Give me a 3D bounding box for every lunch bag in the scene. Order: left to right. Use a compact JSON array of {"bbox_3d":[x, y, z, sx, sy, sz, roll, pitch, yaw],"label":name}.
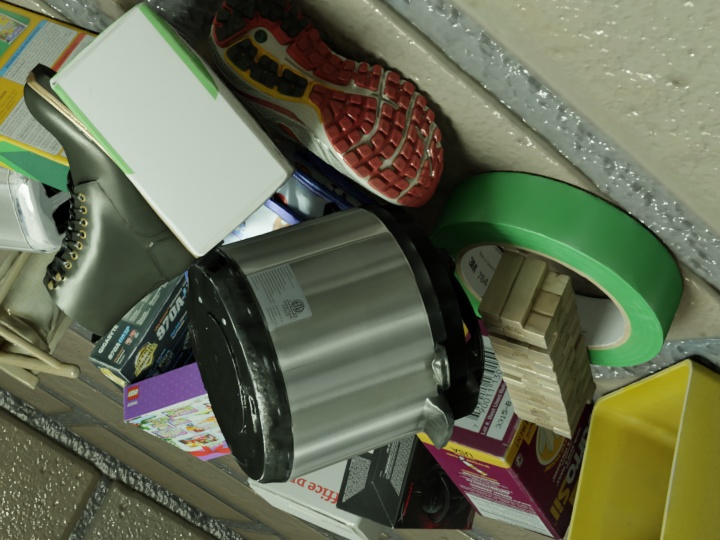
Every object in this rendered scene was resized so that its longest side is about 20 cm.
[{"bbox_3d":[-0.044,-0.010,1.031,0.199,0.161,0.076,35,-157,2],"label":"lunch bag"}]

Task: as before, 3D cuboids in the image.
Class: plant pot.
[{"bbox_3d":[0.306,0.217,1.089,0.174,0.203,0.200,18,160,-9],"label":"plant pot"}]

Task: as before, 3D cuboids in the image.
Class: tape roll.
[{"bbox_3d":[0.149,0.002,0.964,0.198,0.049,0.201,25,159,10],"label":"tape roll"}]

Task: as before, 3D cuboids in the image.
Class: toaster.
[{"bbox_3d":[-0.292,-0.088,1.114,0.128,0.200,0.115,8,122,33],"label":"toaster"}]

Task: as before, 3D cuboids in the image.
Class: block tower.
[{"bbox_3d":[0.143,0.065,0.971,0.053,0.058,0.201,18,157,27],"label":"block tower"}]

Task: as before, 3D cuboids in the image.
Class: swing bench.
[{"bbox_3d":[-0.347,0.012,1.393,0.129,0.201,0.199,36,157,-21],"label":"swing bench"}]

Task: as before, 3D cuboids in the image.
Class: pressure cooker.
[{"bbox_3d":[-0.010,0.047,0.893,0.178,0.198,0.178,11,117,67],"label":"pressure cooker"}]

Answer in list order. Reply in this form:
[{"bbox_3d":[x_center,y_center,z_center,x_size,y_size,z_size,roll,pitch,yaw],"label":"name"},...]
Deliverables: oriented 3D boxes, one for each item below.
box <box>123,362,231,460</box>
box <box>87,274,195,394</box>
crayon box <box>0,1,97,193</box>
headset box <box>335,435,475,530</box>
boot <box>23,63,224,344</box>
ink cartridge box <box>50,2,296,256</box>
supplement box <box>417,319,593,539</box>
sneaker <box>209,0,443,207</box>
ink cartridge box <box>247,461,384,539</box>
[{"bbox_3d":[-0.106,0.121,1.173,0.198,0.040,0.137,-19,148,21],"label":"box"},{"bbox_3d":[-0.173,0.049,1.255,0.046,0.202,0.159,19,158,29],"label":"box"},{"bbox_3d":[-0.282,-0.151,1.035,0.198,0.127,0.052,22,152,18],"label":"crayon box"},{"bbox_3d":[0.070,0.187,1.282,0.076,0.151,0.199,13,176,33],"label":"headset box"},{"bbox_3d":[-0.215,-0.042,0.940,0.200,0.138,0.078,48,-177,-28],"label":"boot"},{"bbox_3d":[-0.121,-0.097,0.864,0.146,0.084,0.200,49,-177,-6],"label":"ink cartridge box"},{"bbox_3d":[0.151,0.158,1.203,0.102,0.132,0.200,13,155,33],"label":"supplement box"},{"bbox_3d":[-0.023,-0.120,0.881,0.199,0.078,0.082,40,164,-10],"label":"sneaker"},{"bbox_3d":[-0.014,0.184,1.370,0.143,0.202,0.084,17,157,27],"label":"ink cartridge box"}]
